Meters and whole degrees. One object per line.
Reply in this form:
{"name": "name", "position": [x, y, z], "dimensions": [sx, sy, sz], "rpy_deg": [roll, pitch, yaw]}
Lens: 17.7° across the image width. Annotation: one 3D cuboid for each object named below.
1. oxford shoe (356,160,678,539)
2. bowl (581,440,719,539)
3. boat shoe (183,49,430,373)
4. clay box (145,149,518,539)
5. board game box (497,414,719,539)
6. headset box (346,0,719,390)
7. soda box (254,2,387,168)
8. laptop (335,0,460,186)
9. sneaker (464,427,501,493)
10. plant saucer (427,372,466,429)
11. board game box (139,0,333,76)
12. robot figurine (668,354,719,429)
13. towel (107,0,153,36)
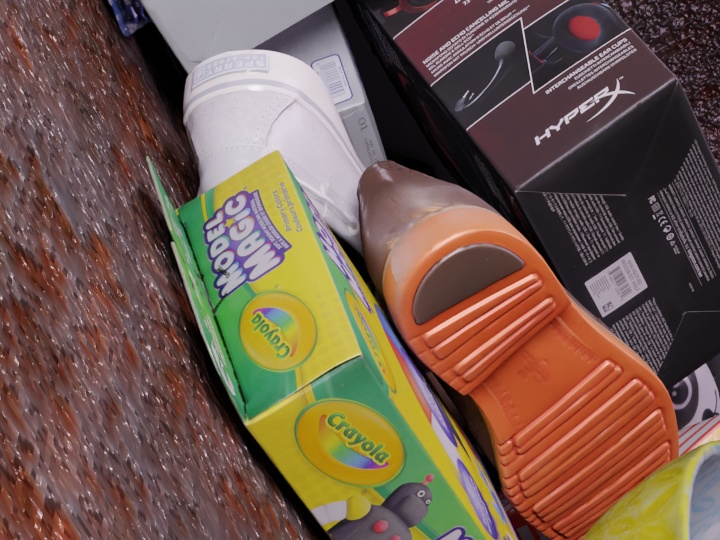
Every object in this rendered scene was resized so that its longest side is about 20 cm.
{"name": "oxford shoe", "position": [0.060, 0.031, 0.856], "dimensions": [0.200, 0.071, 0.073], "rpy_deg": [56, -2, -42]}
{"name": "bowl", "position": [0.105, 0.167, 0.745], "dimensions": [0.200, 0.107, 0.201], "rpy_deg": [47, 29, -36]}
{"name": "boat shoe", "position": [-0.010, -0.002, 0.875], "dimensions": [0.200, 0.071, 0.069], "rpy_deg": [63, 23, -54]}
{"name": "clay box", "position": [0.000, 0.049, 0.777], "dimensions": [0.200, 0.047, 0.115], "rpy_deg": [58, 6, -40]}
{"name": "board game box", "position": [0.148, 0.172, 1.002], "dimensions": [0.046, 0.151, 0.201], "rpy_deg": [-32, 94, -40]}
{"name": "headset box", "position": [0.068, -0.064, 0.924], "dimensions": [0.200, 0.075, 0.149], "rpy_deg": [55, -1, 44]}
{"name": "soda box", "position": [-0.048, -0.122, 0.957], "dimensions": [0.068, 0.063, 0.201], "rpy_deg": [67, 3, -62]}
{"name": "laptop", "position": [-0.016, -0.069, 1.093], "dimensions": [0.200, 0.115, 0.188], "rpy_deg": [106, -37, -57]}
{"name": "sneaker", "position": [0.084, 0.091, 1.161], "dimensions": [0.201, 0.077, 0.082], "rpy_deg": [61, 13, 4]}
{"name": "plant saucer", "position": [0.000, 0.000, 1.090], "dimensions": [0.201, 0.029, 0.200], "rpy_deg": [60, 6, -10]}
{"name": "board game box", "position": [-0.041, -0.189, 0.884], "dimensions": [0.064, 0.147, 0.201], "rpy_deg": [55, 8, -49]}
{"name": "robot figurine", "position": [0.127, 0.028, 1.113], "dimensions": [0.150, 0.125, 0.200], "rpy_deg": [36, 40, -7]}
{"name": "towel", "position": [-0.133, -0.190, 0.933], "dimensions": [0.201, 0.024, 0.145], "rpy_deg": [62, 4, -12]}
